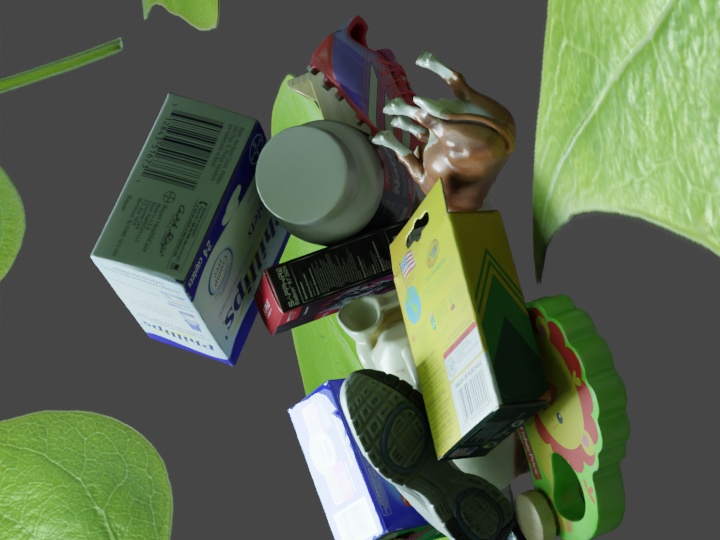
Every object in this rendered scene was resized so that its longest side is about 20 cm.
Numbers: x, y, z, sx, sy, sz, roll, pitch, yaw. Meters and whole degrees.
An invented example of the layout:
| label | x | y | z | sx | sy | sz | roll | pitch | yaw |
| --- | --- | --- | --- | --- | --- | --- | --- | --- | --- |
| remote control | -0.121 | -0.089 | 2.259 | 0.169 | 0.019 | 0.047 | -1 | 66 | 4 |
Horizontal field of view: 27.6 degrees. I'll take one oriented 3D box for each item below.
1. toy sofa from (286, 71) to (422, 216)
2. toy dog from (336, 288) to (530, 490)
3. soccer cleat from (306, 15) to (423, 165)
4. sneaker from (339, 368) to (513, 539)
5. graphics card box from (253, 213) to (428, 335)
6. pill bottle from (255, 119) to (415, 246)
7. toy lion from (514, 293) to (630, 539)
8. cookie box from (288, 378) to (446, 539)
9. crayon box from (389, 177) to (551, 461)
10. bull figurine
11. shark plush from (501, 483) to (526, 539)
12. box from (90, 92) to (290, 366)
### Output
| label | x | y | z | sx | sy | sz | roll | pitch | yaw |
| --- | --- | --- | --- | --- | --- | --- | --- | --- | --- |
| toy sofa | 0.004 | -0.126 | 1.560 | 0.083 | 0.097 | 0.202 | 11 | -121 | -75 |
| toy dog | 0.091 | 0.114 | 1.357 | 0.201 | 0.139 | 0.194 | 64 | 177 | -23 |
| soccer cleat | 0.026 | -0.167 | 1.409 | 0.200 | 0.077 | 0.067 | 48 | -169 | 33 |
| sneaker | 0.045 | 0.167 | 1.265 | 0.200 | 0.074 | 0.087 | 53 | 162 | -13 |
| graphics card box | 0.000 | 0.000 | 1.421 | 0.126 | 0.199 | 0.051 | 123 | 125 | -74 |
| pill bottle | -0.026 | -0.082 | 1.419 | 0.200 | 0.119 | 0.121 | 7 | -117 | -74 |
| toy lion | 0.166 | 0.122 | 1.189 | 0.192 | 0.068 | 0.202 | 156 | 96 | -71 |
| cookie box | 0.040 | 0.201 | 1.550 | 0.075 | 0.199 | 0.172 | -36 | 67 | 36 |
| crayon box | 0.085 | 0.039 | 1.202 | 0.127 | 0.050 | 0.202 | 128 | 134 | -57 |
| bull figurine | 0.073 | -0.096 | 1.226 | 0.121 | 0.065 | 0.200 | 38 | 155 | 5 |
| shark plush | 0.137 | 0.206 | 1.510 | 0.200 | 0.091 | 0.083 | 49 | -177 | 26 |
| box | -0.155 | -0.036 | 1.432 | 0.200 | 0.104 | 0.185 | 70 | -140 | -64 |
